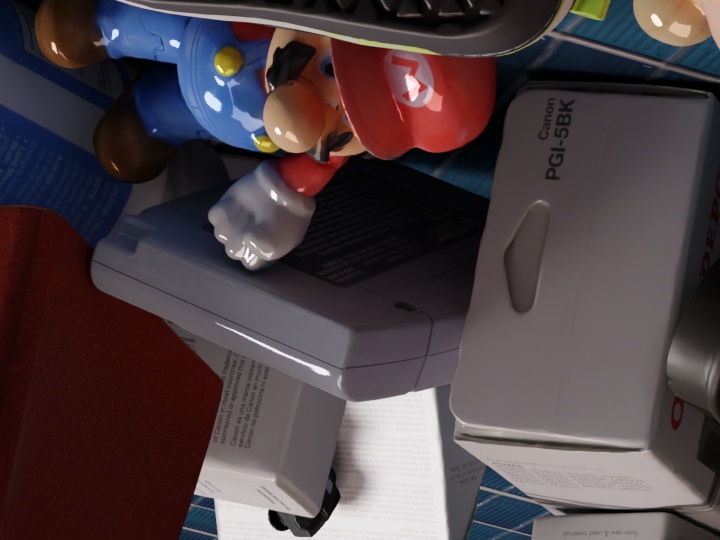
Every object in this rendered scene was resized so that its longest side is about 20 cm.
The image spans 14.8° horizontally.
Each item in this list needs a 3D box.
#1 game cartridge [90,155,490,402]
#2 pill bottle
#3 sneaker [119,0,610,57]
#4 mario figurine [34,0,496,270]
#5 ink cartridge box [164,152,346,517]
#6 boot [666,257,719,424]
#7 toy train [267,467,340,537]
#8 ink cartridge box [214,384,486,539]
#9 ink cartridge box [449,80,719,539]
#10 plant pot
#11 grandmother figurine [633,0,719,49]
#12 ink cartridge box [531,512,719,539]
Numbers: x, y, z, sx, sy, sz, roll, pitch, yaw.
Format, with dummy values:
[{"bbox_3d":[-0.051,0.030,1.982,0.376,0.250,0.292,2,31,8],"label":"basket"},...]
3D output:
[{"bbox_3d":[0.000,0.000,1.103,0.133,0.042,0.200,27,-158,21],"label":"game cartridge"},{"bbox_3d":[-0.148,-0.050,1.112,0.112,0.112,0.200,-1,159,43],"label":"pill bottle"},{"bbox_3d":[-0.021,-0.105,0.871,0.200,0.072,0.083,20,-174,15],"label":"sneaker"},{"bbox_3d":[-0.040,-0.066,0.978,0.200,0.106,0.123,0,161,46],"label":"mario figurine"},{"bbox_3d":[-0.105,0.020,1.271,0.200,0.144,0.084,10,165,15],"label":"ink cartridge box"},{"bbox_3d":[0.214,0.061,1.015,0.158,0.079,0.211,25,-172,26],"label":"boot"},{"bbox_3d":[-0.068,0.051,1.413,0.034,0.046,0.200,-3,125,52],"label":"toy train"},{"bbox_3d":[-0.004,0.122,1.478,0.162,0.200,0.050,1,-167,38],"label":"ink cartridge box"},{"bbox_3d":[0.120,0.028,1.104,0.083,0.147,0.200,4,164,26],"label":"ink cartridge box"},{"bbox_3d":[-0.186,0.096,1.100,0.200,0.176,0.200,-3,156,18],"label":"plant pot"},{"bbox_3d":[0.098,-0.114,0.776,0.121,0.061,0.200,-2,164,19],"label":"grandmother figurine"},{"bbox_3d":[0.112,0.205,1.089,0.067,0.200,0.116,-6,158,38],"label":"ink cartridge box"}]
